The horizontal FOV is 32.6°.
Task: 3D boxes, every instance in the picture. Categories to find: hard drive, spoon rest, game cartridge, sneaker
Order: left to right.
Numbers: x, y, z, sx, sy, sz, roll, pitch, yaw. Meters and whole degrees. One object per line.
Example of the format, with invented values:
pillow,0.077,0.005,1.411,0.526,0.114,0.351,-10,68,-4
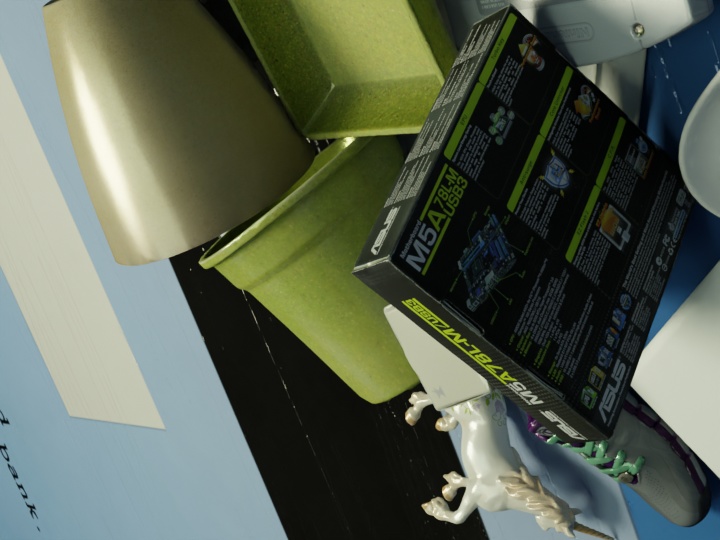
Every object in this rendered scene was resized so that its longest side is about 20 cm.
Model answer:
game cartridge,0.126,-0.196,0.774,0.199,0.040,0.135,6,116,50
sneaker,0.175,0.127,0.941,0.200,0.087,0.075,49,145,15
hard drive,0.273,0.063,0.835,0.132,0.027,0.201,47,144,17
spoon rest,0.235,-0.114,0.709,0.098,0.061,0.202,3,120,17

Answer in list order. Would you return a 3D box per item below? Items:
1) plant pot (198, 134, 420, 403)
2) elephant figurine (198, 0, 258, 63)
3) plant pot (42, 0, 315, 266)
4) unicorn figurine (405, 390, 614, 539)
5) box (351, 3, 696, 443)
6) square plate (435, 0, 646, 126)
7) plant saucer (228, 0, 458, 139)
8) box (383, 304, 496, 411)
plant pot,0.000,0.000,1.016,0.185,0.200,0.200,51,147,-8
elephant figurine,-0.156,-0.264,1.039,0.201,0.154,0.142,85,161,-45
plant pot,-0.161,-0.139,0.973,0.186,0.187,0.201,2,125,51
unicorn figurine,0.112,0.167,1.074,0.137,0.074,0.202,-21,92,45
box,0.112,-0.027,0.765,0.192,0.201,0.047,36,153,-20
square plate,0.111,-0.197,0.847,0.199,0.028,0.200,30,136,36
plant saucer,-0.016,-0.193,0.873,0.199,0.048,0.201,4,129,53
box,0.118,0.011,0.840,0.083,0.199,0.068,60,146,-1
